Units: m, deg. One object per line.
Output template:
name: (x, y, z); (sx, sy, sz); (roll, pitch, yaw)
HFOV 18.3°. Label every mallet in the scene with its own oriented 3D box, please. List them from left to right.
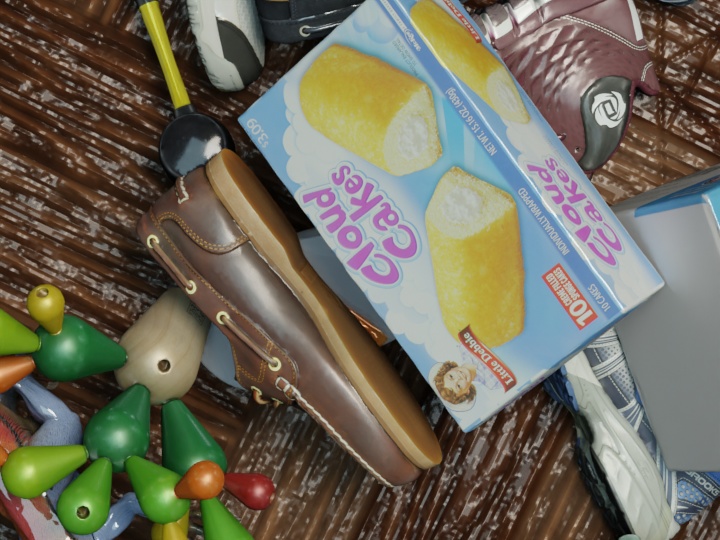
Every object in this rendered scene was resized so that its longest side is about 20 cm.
mallet: (-0.113, -0.136, 1.230); (0.041, 0.066, 0.201); (-19, 79, -1)

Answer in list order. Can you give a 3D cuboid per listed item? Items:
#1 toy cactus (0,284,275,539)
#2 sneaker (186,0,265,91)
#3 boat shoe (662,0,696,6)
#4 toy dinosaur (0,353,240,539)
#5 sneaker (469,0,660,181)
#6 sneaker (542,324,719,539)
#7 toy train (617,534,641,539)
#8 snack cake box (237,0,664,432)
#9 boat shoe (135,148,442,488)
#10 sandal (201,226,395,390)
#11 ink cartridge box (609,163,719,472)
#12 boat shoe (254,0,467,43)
toy cactus: (-0.117, 0.065, 1.147); (0.199, 0.165, 0.102); (34, 132, -8)
sneaker: (-0.051, -0.197, 1.203); (0.087, 0.076, 0.201); (0, 94, -1)
boat shoe: (0.176, -0.244, 1.209); (0.074, 0.062, 0.201); (-3, 85, 15)
toy dinosaur: (-0.172, 0.137, 1.189); (0.199, 0.105, 0.183); (11, 61, -34)
sneaker: (0.074, -0.083, 1.214); (0.199, 0.076, 0.116); (-25, 97, 0)
sneaker: (0.144, 0.050, 1.231); (0.085, 0.077, 0.201); (-26, 101, -9)
toy train: (0.097, 0.200, 1.211); (0.199, 0.114, 0.086); (-5, 66, 2)
snack cake box: (0.045, -0.035, 1.127); (0.115, 0.067, 0.200); (-39, 83, 28)
boat shoe: (-0.038, 0.035, 1.167); (0.070, 0.070, 0.200); (-37, 84, 11)
sandal: (0.003, 0.008, 1.221); (0.206, 0.059, 0.080); (-19, 94, 15)
ink cartridge box: (0.249, 0.002, 1.156); (0.199, 0.147, 0.147); (-21, 93, -19)
boat shoe: (0.029, -0.161, 1.194); (0.199, 0.075, 0.063); (-13, 115, -25)
